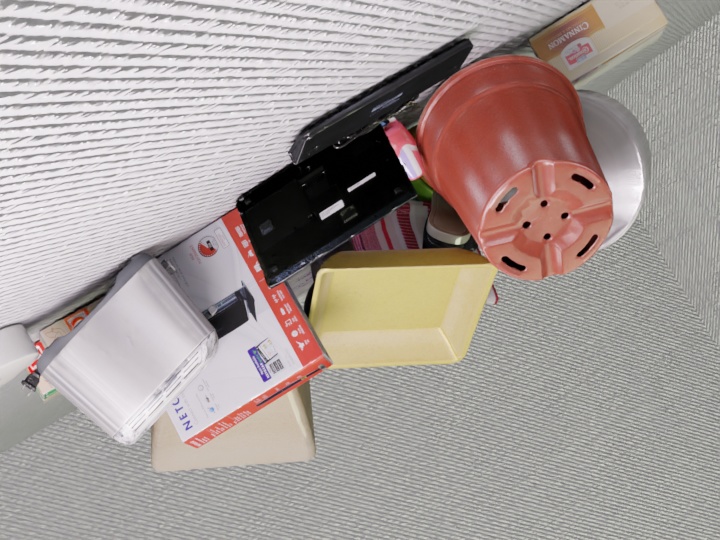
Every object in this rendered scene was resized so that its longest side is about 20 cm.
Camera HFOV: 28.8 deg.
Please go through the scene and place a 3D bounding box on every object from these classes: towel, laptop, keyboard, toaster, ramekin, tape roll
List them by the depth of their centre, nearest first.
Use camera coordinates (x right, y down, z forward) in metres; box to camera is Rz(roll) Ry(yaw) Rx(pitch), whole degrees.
[{"bbox_3d":[0.016,-0.159,1.349,0.199,0.021,0.127,-31,172,-16],"label":"keyboard"},{"bbox_3d":[-0.413,0.121,1.387,0.202,0.037,0.203,-33,179,-1],"label":"tape roll"},{"bbox_3d":[-0.238,0.089,1.445,0.200,0.129,0.114,-47,179,-9],"label":"toaster"},{"bbox_3d":[-0.030,-0.075,1.476,0.177,0.200,0.103,-33,140,9],"label":"laptop"},{"bbox_3d":[0.073,-0.026,1.697,0.199,0.145,0.023,6,144,-38],"label":"towel"},{"bbox_3d":[0.261,-0.127,1.707,0.202,0.203,0.094,-33,-177,32],"label":"ramekin"}]

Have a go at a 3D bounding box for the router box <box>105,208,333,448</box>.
[{"bbox_3d":[-0.154,0.062,1.532,0.179,0.200,0.049,-32,161,2],"label":"router box"}]

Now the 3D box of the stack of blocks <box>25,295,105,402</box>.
[{"bbox_3d":[-0.337,0.094,1.649,0.115,0.059,0.200,-31,179,-16],"label":"stack of blocks"}]

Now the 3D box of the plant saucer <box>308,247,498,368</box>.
[{"bbox_3d":[0.036,0.036,1.579,0.199,0.049,0.200,-2,144,-11],"label":"plant saucer"}]

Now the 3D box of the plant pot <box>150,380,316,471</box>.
[{"bbox_3d":[-0.157,0.104,1.668,0.199,0.201,0.177,-3,147,-5],"label":"plant pot"}]

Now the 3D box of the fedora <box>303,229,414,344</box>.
[{"bbox_3d":[0.000,0.000,1.720,0.176,0.091,0.200,-22,-151,7],"label":"fedora"}]

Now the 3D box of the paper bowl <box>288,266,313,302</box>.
[{"bbox_3d":[-0.143,0.019,2.297,0.200,0.105,0.201,-32,179,-1],"label":"paper bowl"}]

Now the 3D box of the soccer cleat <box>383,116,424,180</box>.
[{"bbox_3d":[0.021,-0.119,1.656,0.067,0.077,0.200,-31,178,-19],"label":"soccer cleat"}]

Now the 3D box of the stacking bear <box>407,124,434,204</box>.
[{"bbox_3d":[0.087,-0.143,1.774,0.200,0.114,0.121,-38,175,33],"label":"stacking bear"}]

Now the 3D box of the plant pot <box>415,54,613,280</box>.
[{"bbox_3d":[0.177,-0.102,1.537,0.200,0.201,0.196,-32,-146,10],"label":"plant pot"}]

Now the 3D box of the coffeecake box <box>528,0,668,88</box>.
[{"bbox_3d":[0.295,-0.288,1.748,0.153,0.073,0.200,-30,179,10],"label":"coffeecake box"}]

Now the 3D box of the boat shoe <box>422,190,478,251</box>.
[{"bbox_3d":[0.112,-0.047,1.680,0.199,0.074,0.066,-67,172,-68],"label":"boat shoe"}]
